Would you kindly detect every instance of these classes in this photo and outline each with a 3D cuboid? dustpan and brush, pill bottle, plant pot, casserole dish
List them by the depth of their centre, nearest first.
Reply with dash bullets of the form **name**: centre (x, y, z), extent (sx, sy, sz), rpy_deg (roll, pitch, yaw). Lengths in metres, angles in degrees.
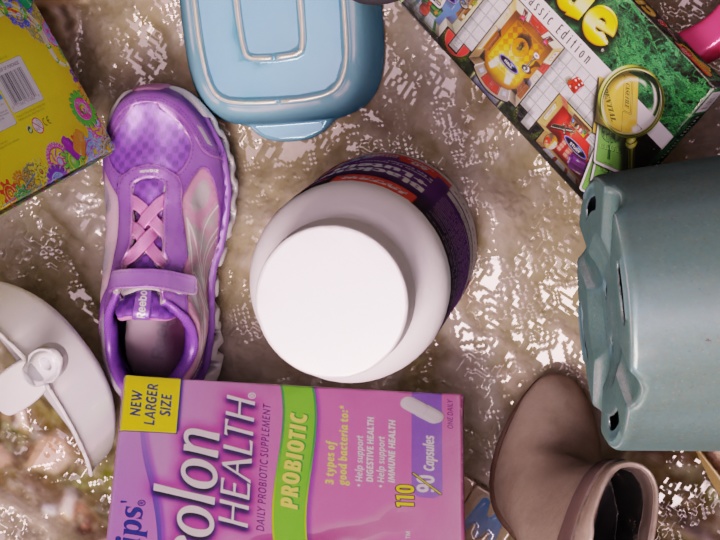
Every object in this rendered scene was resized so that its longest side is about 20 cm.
- **plant pot**: centre (0.224, 0.016, 1.432), extent (0.196, 0.200, 0.201), rpy_deg (-5, 99, -6)
- **pill bottle**: centre (0.000, 0.000, 1.490), extent (0.111, 0.200, 0.112), rpy_deg (2, 100, 9)
- **dustpan and brush**: centre (-0.184, 0.057, 1.535), extent (0.057, 0.200, 0.140), rpy_deg (-39, 93, -26)
- **casserole dish**: centre (-0.052, -0.173, 1.552), extent (0.121, 0.039, 0.201), rpy_deg (-4, 98, 10)

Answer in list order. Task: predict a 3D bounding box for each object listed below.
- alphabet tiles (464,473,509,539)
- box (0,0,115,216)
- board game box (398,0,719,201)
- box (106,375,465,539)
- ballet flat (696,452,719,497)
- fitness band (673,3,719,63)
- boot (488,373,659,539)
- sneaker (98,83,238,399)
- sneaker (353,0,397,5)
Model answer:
- **alphabet tiles**: centre (-0.028, 0.163, 1.622), extent (0.200, 0.008, 0.167), rpy_deg (31, 103, 2)
- **box**: centre (-0.282, -0.054, 1.504), extent (0.192, 0.200, 0.122), rpy_deg (-27, 95, 30)
- **board game box**: centre (0.105, -0.135, 1.499), extent (0.200, 0.023, 0.105), rpy_deg (48, 116, 18)
- **box**: centre (-0.042, 0.159, 1.505), extent (0.199, 0.176, 0.097), rpy_deg (3, 136, -1)
- **ballet flat**: centre (0.220, 0.102, 1.542), extent (0.069, 0.063, 0.200), rpy_deg (-42, 91, 14)
- **fitness band**: centre (0.180, -0.209, 1.482), extent (0.143, 0.037, 0.200), rpy_deg (31, 105, 26)
- **boot**: centre (0.124, 0.132, 1.482), extent (0.070, 0.146, 0.200), rpy_deg (10, 67, -13)
- **sneaker**: centre (-0.119, -0.007, 1.562), extent (0.080, 0.088, 0.201), rpy_deg (2, 103, 10)
- **sneaker**: centre (0.019, -0.248, 1.509), extent (0.072, 0.083, 0.200), rpy_deg (10, 93, -29)
